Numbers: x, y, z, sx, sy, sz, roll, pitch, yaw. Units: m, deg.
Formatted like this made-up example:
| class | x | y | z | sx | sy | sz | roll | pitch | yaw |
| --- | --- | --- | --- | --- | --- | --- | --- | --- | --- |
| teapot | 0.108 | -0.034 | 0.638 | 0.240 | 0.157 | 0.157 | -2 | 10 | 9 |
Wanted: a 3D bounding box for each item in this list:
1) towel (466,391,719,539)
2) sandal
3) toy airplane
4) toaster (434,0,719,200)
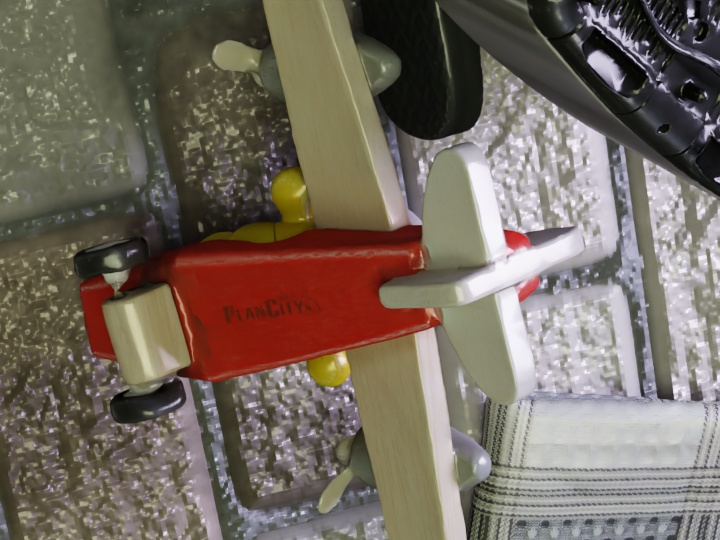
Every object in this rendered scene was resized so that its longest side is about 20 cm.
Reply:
| class | x | y | z | sx | sy | sz | roll | pitch | yaw |
| --- | --- | --- | --- | --- | --- | --- | --- | --- | --- |
| towel | 0.143 | 0.148 | 1.037 | 0.199 | 0.035 | 0.194 | 3 | 107 | -13 |
| sandal | 0.028 | -0.154 | 0.905 | 0.048 | 0.075 | 0.202 | -21 | 121 | -30 |
| toy airplane | 0.000 | 0.000 | 0.905 | 0.199 | 0.141 | 0.201 | 36 | 115 | 12 |
| toaster | 0.128 | -0.131 | 0.860 | 0.181 | 0.119 | 0.201 | 34 | 89 | -40 |
